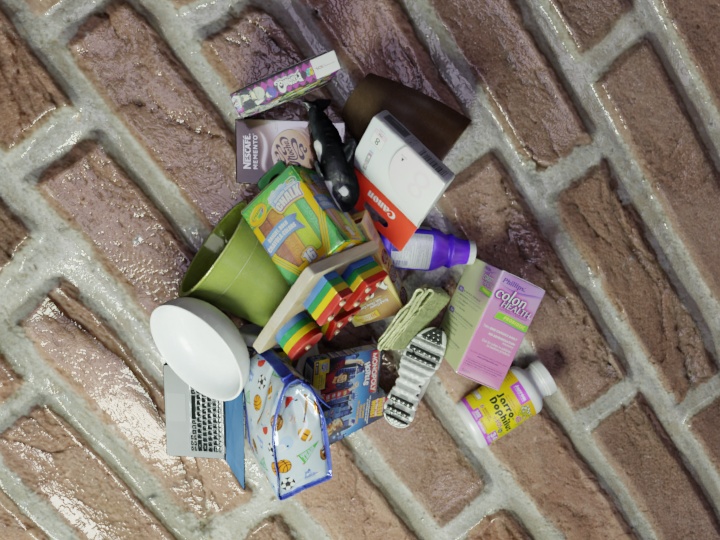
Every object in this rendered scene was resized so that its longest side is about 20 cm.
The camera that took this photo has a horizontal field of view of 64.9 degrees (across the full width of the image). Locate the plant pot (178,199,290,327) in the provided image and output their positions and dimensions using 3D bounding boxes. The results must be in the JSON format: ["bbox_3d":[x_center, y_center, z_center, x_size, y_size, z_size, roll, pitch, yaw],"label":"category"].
[{"bbox_3d":[-0.194,0.013,1.029,0.189,0.200,0.201,38,94,-23],"label":"plant pot"}]

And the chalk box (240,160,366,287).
[{"bbox_3d":[-0.105,-0.092,0.955,0.124,0.123,0.202,-40,81,17],"label":"chalk box"}]

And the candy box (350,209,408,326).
[{"bbox_3d":[0.000,0.000,1.066,0.113,0.056,0.203,-17,115,24],"label":"candy box"}]

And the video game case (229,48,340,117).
[{"bbox_3d":[-0.128,-0.311,0.962,0.178,0.200,0.036,-25,104,-3],"label":"video game case"}]

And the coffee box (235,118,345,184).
[{"bbox_3d":[-0.128,-0.215,1.038,0.194,0.080,0.116,-1,101,-8],"label":"coffee box"}]

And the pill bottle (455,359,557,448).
[{"bbox_3d":[0.302,0.269,1.167,0.198,0.104,0.106,-33,102,-1],"label":"pill bottle"}]

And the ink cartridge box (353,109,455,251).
[{"bbox_3d":[0.048,-0.139,0.964,0.162,0.057,0.201,44,131,10],"label":"ink cartridge box"}]

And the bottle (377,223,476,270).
[{"bbox_3d":[0.128,-0.043,1.109,0.194,0.066,0.086,4,111,-8],"label":"bottle"}]

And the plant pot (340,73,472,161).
[{"bbox_3d":[0.067,-0.253,1.021,0.199,0.187,0.188,38,94,0],"label":"plant pot"}]

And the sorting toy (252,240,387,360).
[{"bbox_3d":[-0.057,0.061,0.957,0.070,0.199,0.200,46,123,13],"label":"sorting toy"}]

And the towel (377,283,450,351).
[{"bbox_3d":[0.103,0.087,1.067,0.036,0.199,0.149,42,101,18],"label":"towel"}]

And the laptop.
[{"bbox_3d":[-0.297,0.290,1.068,0.194,0.116,0.193,2,99,5],"label":"laptop"}]

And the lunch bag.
[{"bbox_3d":[-0.128,0.244,0.964,0.121,0.169,0.205,-15,109,-27],"label":"lunch bag"}]

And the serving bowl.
[{"bbox_3d":[-0.263,0.124,0.969,0.196,0.066,0.204,19,131,23],"label":"serving bowl"}]

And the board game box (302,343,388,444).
[{"bbox_3d":[-0.022,0.234,1.094,0.196,0.061,0.205,-7,114,-32],"label":"board game box"}]

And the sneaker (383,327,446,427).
[{"bbox_3d":[0.108,0.204,1.106,0.074,0.081,0.203,27,90,17],"label":"sneaker"}]

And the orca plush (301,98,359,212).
[{"bbox_3d":[-0.031,-0.206,0.955,0.070,0.105,0.205,-21,68,25],"label":"orca plush"}]

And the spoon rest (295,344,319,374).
[{"bbox_3d":[-0.089,0.165,1.115,0.060,0.099,0.203,26,84,21],"label":"spoon rest"}]

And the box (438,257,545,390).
[{"bbox_3d":[0.239,0.094,1.092,0.095,0.176,0.204,22,96,-11],"label":"box"}]

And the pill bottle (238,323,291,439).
[{"bbox_3d":[-0.189,0.213,1.088,0.109,0.112,0.206,3,99,-8],"label":"pill bottle"}]
